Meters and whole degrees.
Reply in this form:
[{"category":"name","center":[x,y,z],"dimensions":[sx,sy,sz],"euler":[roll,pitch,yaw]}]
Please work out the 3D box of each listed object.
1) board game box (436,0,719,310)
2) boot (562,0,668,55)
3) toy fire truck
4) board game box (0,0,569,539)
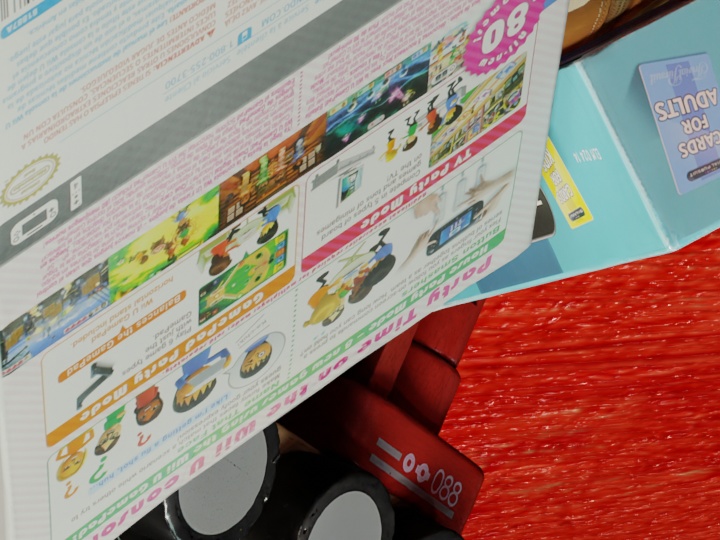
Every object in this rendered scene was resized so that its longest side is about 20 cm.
[{"category":"board game box","center":[0.092,-0.048,0.692],"dimensions":[0.150,0.047,0.200],"euler":[-28,-177,-15]},{"category":"boot","center":[0.100,-0.108,0.856],"dimensions":[0.199,0.077,0.155],"euler":[-26,167,-1]},{"category":"toy fire truck","center":[0.000,0.000,0.830],"dimensions":[0.128,0.201,0.176],"euler":[15,165,38]},{"category":"board game box","center":[-0.028,-0.044,0.532],"dimensions":[0.147,0.064,0.201],"euler":[-34,153,-26]}]
